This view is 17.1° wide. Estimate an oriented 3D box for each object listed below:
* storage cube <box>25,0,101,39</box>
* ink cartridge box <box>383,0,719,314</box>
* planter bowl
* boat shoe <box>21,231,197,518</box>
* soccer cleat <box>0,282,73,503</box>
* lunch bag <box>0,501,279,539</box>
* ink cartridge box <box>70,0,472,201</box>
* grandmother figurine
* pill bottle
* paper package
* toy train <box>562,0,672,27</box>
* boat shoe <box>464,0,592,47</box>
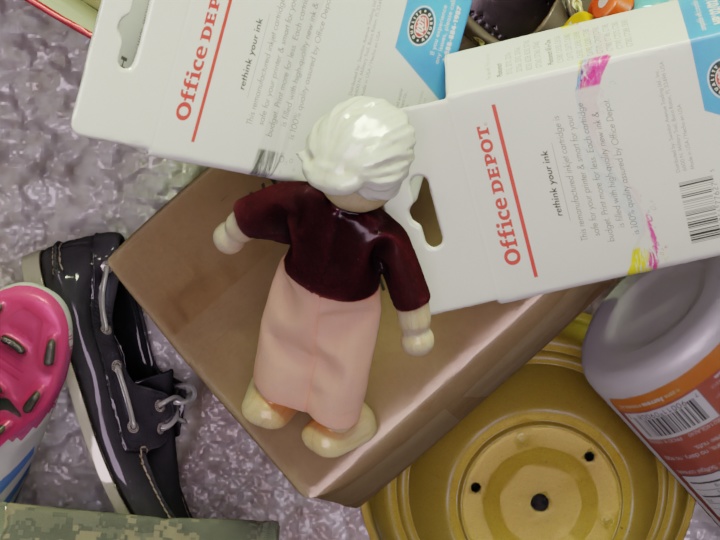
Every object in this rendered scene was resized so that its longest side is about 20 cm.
[{"bbox_3d":[-0.148,-0.231,1.260,0.200,0.180,0.171,31,96,-6],"label":"storage cube"},{"bbox_3d":[0.110,-0.058,1.180,0.199,0.068,0.115,-12,113,7],"label":"ink cartridge box"},{"bbox_3d":[0.098,0.123,1.359,0.200,0.083,0.201,0,97,-1],"label":"planter bowl"},{"bbox_3d":[-0.126,0.073,1.354,0.063,0.073,0.201,-23,93,5],"label":"boat shoe"},{"bbox_3d":[-0.210,0.087,1.339,0.070,0.086,0.200,28,109,5],"label":"soccer cleat"},{"bbox_3d":[-0.131,0.228,1.329,0.163,0.118,0.200,4,141,-1],"label":"lunch bag"},{"bbox_3d":[-0.054,-0.109,1.175,0.200,0.067,0.116,10,100,-34],"label":"ink cartridge box"},{"bbox_3d":[-0.015,-0.002,1.168,0.121,0.061,0.200,19,131,4],"label":"grandmother figurine"},{"bbox_3d":[0.222,0.085,1.330,0.112,0.112,0.200,-42,113,4],"label":"pill bottle"},{"bbox_3d":[0.000,0.000,1.307,0.200,0.103,0.191,-42,75,4],"label":"paper package"},{"bbox_3d":[0.176,-0.089,1.307,0.150,0.056,0.200,-8,130,1],"label":"toy train"},{"bbox_3d":[0.098,-0.141,1.336,0.200,0.060,0.072,36,95,-5],"label":"boat shoe"}]
